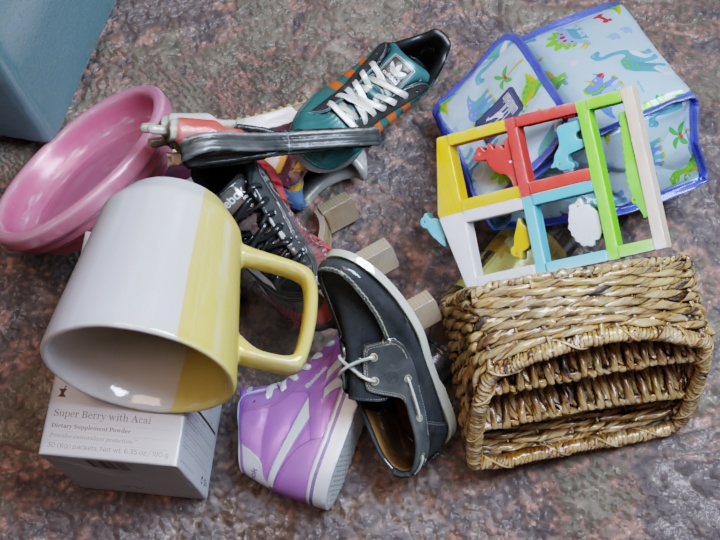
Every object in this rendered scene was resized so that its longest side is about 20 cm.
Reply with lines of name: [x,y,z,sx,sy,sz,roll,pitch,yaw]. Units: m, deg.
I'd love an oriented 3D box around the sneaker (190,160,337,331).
sneaker: [-0.082,-0.030,1.150,0.071,0.098,0.201,-41,63,11]

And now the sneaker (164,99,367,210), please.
sneaker: [-0.092,-0.092,1.255,0.200,0.075,0.090,-21,61,-1]

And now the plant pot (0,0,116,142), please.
plant pot: [-0.377,-0.266,1.281,0.196,0.200,0.196,10,65,16]

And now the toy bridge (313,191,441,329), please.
toy bridge: [0.000,0.000,1.181,0.067,0.027,0.200,-28,39,-7]

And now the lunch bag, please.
lunch bag: [0.176,-0.129,1.191,0.200,0.128,0.170,-22,42,2]

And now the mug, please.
mug: [-0.145,0.020,1.070,0.149,0.186,0.153,-25,46,43]

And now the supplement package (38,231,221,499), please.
supplement package: [-0.185,0.082,1.170,0.121,0.120,0.200,3,68,8]

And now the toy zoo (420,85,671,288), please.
toy zoo: [0.139,-0.060,1.095,0.200,0.020,0.131,-12,87,26]

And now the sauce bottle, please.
sauce bottle: [0.107,0.030,1.185,0.065,0.065,0.200,37,75,19]

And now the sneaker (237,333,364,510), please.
sneaker: [-0.043,0.094,1.175,0.114,0.073,0.201,18,71,17]

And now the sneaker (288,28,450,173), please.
sneaker: [0.010,-0.163,1.226,0.071,0.080,0.200,45,50,0]

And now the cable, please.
cable: [-0.079,-0.116,1.117,0.200,0.097,0.050,-9,91,-9]

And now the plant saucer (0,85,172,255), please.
plant saucer: [-0.246,-0.085,1.240,0.200,0.051,0.201,-29,30,19]

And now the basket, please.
basket: [0.179,0.074,1.086,0.200,0.143,0.149,-7,83,-10]

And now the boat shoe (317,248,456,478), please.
boat shoe: [0.015,0.075,1.093,0.072,0.200,0.068,0,33,46]
